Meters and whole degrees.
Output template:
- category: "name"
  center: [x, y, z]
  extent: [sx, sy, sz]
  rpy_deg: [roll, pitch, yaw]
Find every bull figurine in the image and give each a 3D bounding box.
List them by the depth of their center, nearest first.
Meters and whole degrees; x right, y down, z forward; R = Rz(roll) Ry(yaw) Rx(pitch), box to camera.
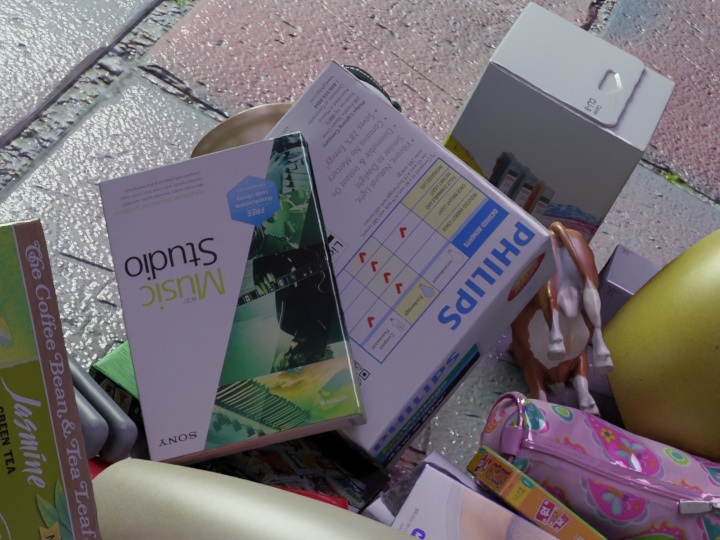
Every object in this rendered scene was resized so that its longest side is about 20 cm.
- category: "bull figurine"
  center: [0.149, 0.050, 1.580]
  extent: [0.065, 0.200, 0.122]
  rpy_deg: [-10, 56, -2]

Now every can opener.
- category: "can opener"
  center: [-0.212, 0.048, 1.367]
  extent: [0.053, 0.067, 0.200]
  rpy_deg: [9, 31, -49]

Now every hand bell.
- category: "hand bell"
  center: [-0.047, -0.019, 1.596]
  extent: [0.104, 0.104, 0.200]
  rpy_deg: [-3, 56, -40]

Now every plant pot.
- category: "plant pot"
  center: [-0.076, 0.197, 1.203]
  extent: [0.200, 0.187, 0.187]
  rpy_deg: [28, 30, 24]
- category: "plant pot"
  center: [0.263, 0.076, 1.606]
  extent: [0.142, 0.200, 0.200]
  rpy_deg: [-20, 41, 6]

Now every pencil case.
- category: "pencil case"
  center: [0.183, 0.153, 1.520]
  extent: [0.200, 0.087, 0.087]
  rpy_deg: [20, 34, -13]

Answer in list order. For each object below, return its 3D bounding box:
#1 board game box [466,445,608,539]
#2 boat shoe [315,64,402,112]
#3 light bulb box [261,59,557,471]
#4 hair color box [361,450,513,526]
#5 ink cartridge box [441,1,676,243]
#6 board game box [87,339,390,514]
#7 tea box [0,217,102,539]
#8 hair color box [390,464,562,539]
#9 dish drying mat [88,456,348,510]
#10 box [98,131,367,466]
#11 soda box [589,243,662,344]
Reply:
- category: "board game box"
  center: [0.164, 0.195, 1.429]
  extent: [0.200, 0.030, 0.096]
  rpy_deg: [36, -2, -12]
- category: "boat shoe"
  center: [-0.004, -0.115, 1.624]
  extent: [0.076, 0.200, 0.060]
  rpy_deg: [-12, 66, 3]
- category: "light bulb box"
  center: [0.000, 0.000, 1.459]
  extent: [0.200, 0.198, 0.125]
  rpy_deg: [40, -4, 14]
- category: "hair color box"
  center: [0.092, 0.218, 1.385]
  extent: [0.200, 0.061, 0.099]
  rpy_deg: [37, 33, 13]
- category: "ink cartridge box"
  center: [0.140, -0.087, 1.708]
  extent: [0.145, 0.200, 0.145]
  rpy_deg: [31, 32, 2]
- category: "board game box"
  center: [-0.083, 0.110, 1.431]
  extent: [0.200, 0.023, 0.105]
  rpy_deg: [37, 36, 10]
- category: "tea box"
  center: [-0.267, 0.087, 1.132]
  extent: [0.197, 0.134, 0.200]
  rpy_deg: [-15, 95, -48]
- category: "hair color box"
  center: [0.099, 0.219, 1.295]
  extent: [0.200, 0.065, 0.109]
  rpy_deg: [29, 71, 8]
- category: "dish drying mat"
  center: [-0.101, 0.156, 1.333]
  extent: [0.200, 0.018, 0.077]
  rpy_deg: [11, 37, -14]
- category: "box"
  center: [-0.086, 0.020, 1.384]
  extent: [0.036, 0.144, 0.200]
  rpy_deg: [56, 20, -75]
- category: "soda box"
  center: [0.281, 0.063, 1.740]
  extent: [0.200, 0.064, 0.068]
  rpy_deg: [29, 33, 0]
